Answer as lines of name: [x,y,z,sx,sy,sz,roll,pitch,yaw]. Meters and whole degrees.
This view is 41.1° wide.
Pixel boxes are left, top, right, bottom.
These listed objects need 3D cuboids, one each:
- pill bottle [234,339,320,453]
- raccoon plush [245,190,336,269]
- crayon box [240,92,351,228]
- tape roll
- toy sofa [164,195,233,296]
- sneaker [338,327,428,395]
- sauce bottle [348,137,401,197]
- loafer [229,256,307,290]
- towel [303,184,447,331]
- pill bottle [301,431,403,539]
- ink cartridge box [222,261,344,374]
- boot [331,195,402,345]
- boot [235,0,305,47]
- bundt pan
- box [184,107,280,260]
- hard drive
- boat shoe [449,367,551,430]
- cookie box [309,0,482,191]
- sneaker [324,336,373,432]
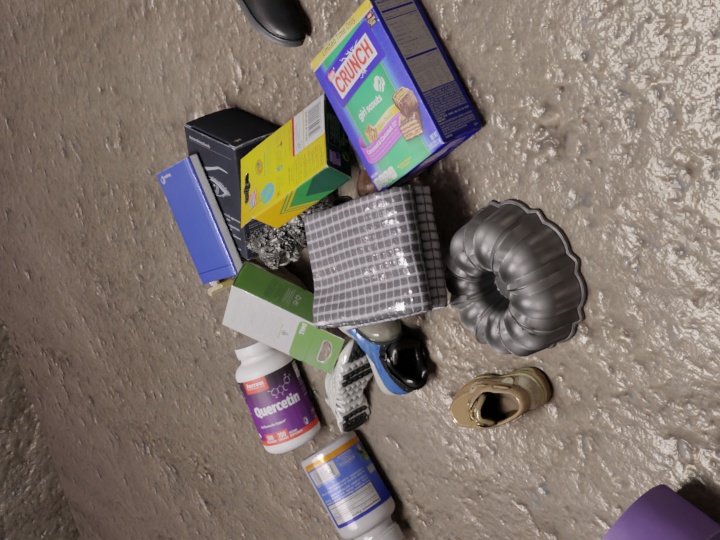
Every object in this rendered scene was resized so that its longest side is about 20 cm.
pill bottle: [-0.156,0.221,1.741,0.112,0.112,0.202,-13,102,55]
raccoon plush: [-0.108,-0.098,1.450,0.096,0.133,0.202,28,133,42]
crayon box: [-0.097,-0.148,1.380,0.199,0.050,0.128,-29,52,39]
tape roll: [0.328,0.354,1.104,0.085,0.199,0.202,36,137,34]
toy sofa: [-0.278,-0.061,1.749,0.097,0.082,0.202,-20,95,54]
sneaker: [0.033,0.095,1.436,0.202,0.076,0.111,61,152,-4]
sauce bottle: [0.033,-0.095,1.331,0.064,0.064,0.202,-4,106,54]
loafer: [-0.165,0.000,1.656,0.199,0.068,0.076,30,137,18]
towel: [0.011,-0.012,1.258,0.198,0.085,0.168,-15,85,41]
pill bottle: [-0.009,0.390,1.656,0.201,0.111,0.112,59,146,5]
ink cartridge box: [-0.116,0.078,1.542,0.198,0.060,0.104,25,137,2]
boot: [0.000,0.000,1.377,0.131,0.067,0.201,90,156,-57]
boot: [-0.113,-0.433,1.313,0.165,0.065,0.201,47,138,20]
bundt pan: [0.179,0.018,1.198,0.201,0.075,0.204,31,134,39]
box: [-0.196,-0.144,1.566,0.147,0.104,0.202,29,132,41]
hard drive: [-0.266,-0.081,1.585,0.131,0.025,0.202,-12,102,56]
boat shoe: [0.174,0.182,1.317,0.072,0.064,0.200,60,146,5]
cookie box: [0.041,-0.226,1.223,0.202,0.075,0.171,62,147,4]
sneaker: [-0.026,0.176,1.582,0.081,0.074,0.202,47,143,37]
